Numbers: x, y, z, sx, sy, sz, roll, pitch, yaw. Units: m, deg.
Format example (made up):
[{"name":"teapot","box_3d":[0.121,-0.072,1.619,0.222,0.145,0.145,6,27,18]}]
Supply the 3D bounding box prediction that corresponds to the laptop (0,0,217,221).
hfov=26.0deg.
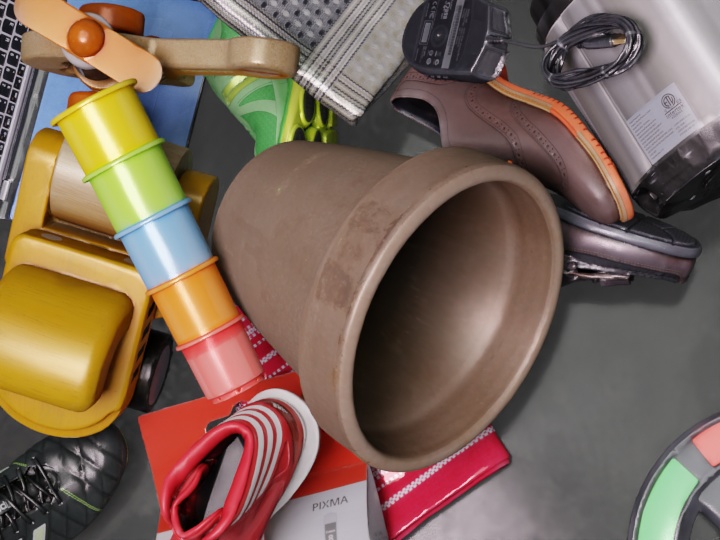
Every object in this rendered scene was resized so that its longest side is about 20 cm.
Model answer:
[{"name":"laptop","box_3d":[-0.226,-0.132,1.089,0.115,0.199,0.189,5,79,45]}]

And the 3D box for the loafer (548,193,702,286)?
[{"name":"loafer","box_3d":[0.125,-0.019,1.038,0.199,0.072,0.063,17,106,17]}]

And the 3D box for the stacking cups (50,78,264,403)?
[{"name":"stacking cups","box_3d":[-0.115,-0.017,0.957,0.060,0.061,0.201,-29,94,4]}]

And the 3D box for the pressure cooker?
[{"name":"pressure cooker","box_3d":[0.206,-0.157,0.984,0.175,0.179,0.201,-32,77,6]}]

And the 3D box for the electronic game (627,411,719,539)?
[{"name":"electronic game","box_3d":[0.268,0.182,0.983,0.198,0.042,0.202,-2,80,10]}]

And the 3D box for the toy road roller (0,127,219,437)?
[{"name":"toy road roller","box_3d":[-0.180,0.011,1.014,0.122,0.146,0.202,16,102,4]}]

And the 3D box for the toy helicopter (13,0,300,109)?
[{"name":"toy helicopter","box_3d":[-0.134,-0.142,1.009,0.199,0.132,0.080,4,84,26]}]

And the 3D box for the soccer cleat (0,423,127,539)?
[{"name":"soccer cleat","box_3d":[-0.244,0.170,1.052,0.199,0.081,0.068,-36,76,2]}]

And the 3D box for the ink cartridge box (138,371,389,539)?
[{"name":"ink cartridge box","box_3d":[-0.065,0.175,1.021,0.159,0.047,0.202,-16,82,17]}]

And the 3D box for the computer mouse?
[{"name":"computer mouse","box_3d":[0.100,-0.140,0.970,0.199,0.034,0.059,16,90,49]}]

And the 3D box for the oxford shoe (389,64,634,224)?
[{"name":"oxford shoe","box_3d":[0.098,-0.080,1.022,0.072,0.071,0.200,-40,50,-9]}]

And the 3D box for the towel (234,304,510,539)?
[{"name":"towel","box_3d":[-0.007,0.086,1.058,0.144,0.022,0.201,-33,76,2]}]

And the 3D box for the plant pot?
[{"name":"plant pot","box_3d":[0.000,0.000,0.976,0.174,0.200,0.201,28,85,36]}]

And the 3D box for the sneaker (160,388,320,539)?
[{"name":"sneaker","box_3d":[-0.102,0.167,0.944,0.078,0.115,0.201,24,102,21]}]

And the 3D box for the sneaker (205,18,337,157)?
[{"name":"sneaker","box_3d":[-0.066,-0.129,1.087,0.083,0.074,0.202,-12,74,23]}]

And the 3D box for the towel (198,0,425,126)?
[{"name":"towel","box_3d":[-0.016,-0.226,1.057,0.192,0.035,0.200,40,69,-1]}]
